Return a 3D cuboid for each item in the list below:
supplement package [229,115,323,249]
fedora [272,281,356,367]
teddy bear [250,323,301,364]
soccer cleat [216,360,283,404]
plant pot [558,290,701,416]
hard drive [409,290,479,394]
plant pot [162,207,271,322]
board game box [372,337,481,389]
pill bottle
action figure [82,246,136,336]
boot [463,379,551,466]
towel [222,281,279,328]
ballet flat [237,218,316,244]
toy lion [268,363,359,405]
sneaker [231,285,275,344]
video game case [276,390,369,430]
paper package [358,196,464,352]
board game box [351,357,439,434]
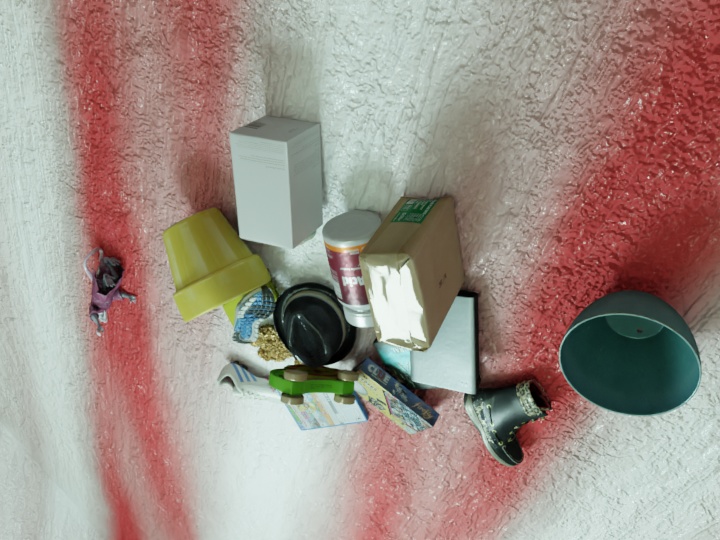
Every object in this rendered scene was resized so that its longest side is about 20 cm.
[{"bbox_3d":[-0.147,-0.160,1.112,0.119,0.121,0.202,13,121,21],"label":"supplement package"},{"bbox_3d":[-0.102,0.130,1.299,0.199,0.092,0.202,2,113,5],"label":"fedora"},{"bbox_3d":[-0.184,0.178,1.439,0.198,0.067,0.146,7,129,27],"label":"teddy bear"},{"bbox_3d":[-0.275,0.306,1.574,0.199,0.086,0.070,22,132,14],"label":"soccer cleat"},{"bbox_3d":[0.429,0.110,0.979,0.199,0.135,0.201,15,129,20],"label":"plant pot"},{"bbox_3d":[0.160,0.130,1.189,0.139,0.033,0.202,7,112,31],"label":"hard drive"},{"bbox_3d":[-0.316,-0.019,1.294,0.200,0.200,0.190,-23,95,40],"label":"plant pot"},{"bbox_3d":[0.137,0.186,1.282,0.199,0.028,0.136,-12,115,36],"label":"board game box"},{"bbox_3d":[0.000,0.000,1.164,0.113,0.114,0.201,6,126,26],"label":"pill bottle"},{"bbox_3d":[-0.676,0.067,1.600,0.148,0.134,0.200,36,131,2],"label":"action figure"},{"bbox_3d":[0.316,0.307,1.237,0.153,0.074,0.204,-22,109,37],"label":"boot"},{"bbox_3d":[-0.251,0.081,1.431,0.200,0.018,0.087,-32,84,43],"label":"towel"},{"bbox_3d":[-0.182,-0.084,1.244,0.198,0.062,0.068,3,124,29],"label":"ballet flat"},{"bbox_3d":[-0.108,0.232,1.321,0.191,0.199,0.069,9,91,56],"label":"toy lion"},{"bbox_3d":[-0.243,0.079,1.357,0.074,0.087,0.200,8,143,-26],"label":"sneaker"},{"bbox_3d":[-0.094,0.323,1.507,0.199,0.018,0.144,-15,115,27],"label":"video game case"},{"bbox_3d":[0.093,-0.002,1.048,0.103,0.200,0.192,5,126,27],"label":"paper package"},{"bbox_3d":[0.065,0.281,1.362,0.200,0.035,0.136,39,153,-1],"label":"board game box"}]
